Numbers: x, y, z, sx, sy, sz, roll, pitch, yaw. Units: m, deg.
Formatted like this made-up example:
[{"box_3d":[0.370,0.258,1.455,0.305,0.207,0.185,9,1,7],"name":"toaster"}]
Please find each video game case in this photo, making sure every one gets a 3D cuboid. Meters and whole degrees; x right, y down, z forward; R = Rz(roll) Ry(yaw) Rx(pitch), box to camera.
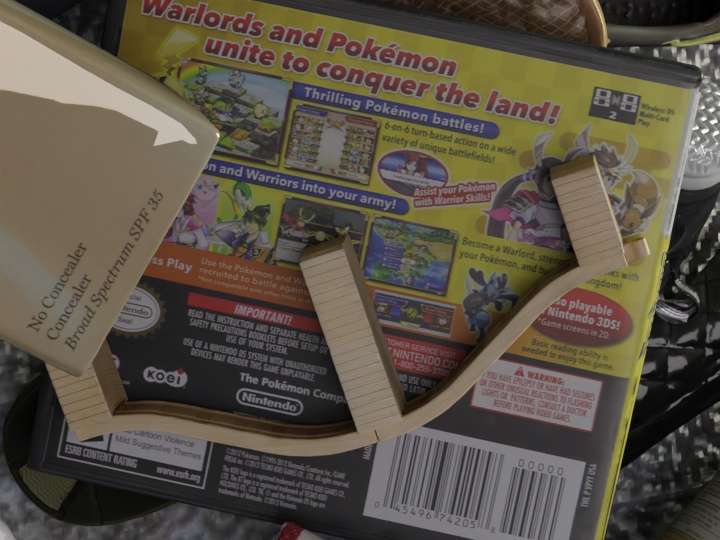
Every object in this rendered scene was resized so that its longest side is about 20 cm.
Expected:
[{"box_3d":[0.000,0.000,0.847,0.200,0.026,0.181,12,99,4],"name":"video game case"}]

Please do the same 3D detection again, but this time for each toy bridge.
[{"box_3d":[-0.001,0.022,0.823,0.200,0.027,0.067,-17,99,8],"name":"toy bridge"}]

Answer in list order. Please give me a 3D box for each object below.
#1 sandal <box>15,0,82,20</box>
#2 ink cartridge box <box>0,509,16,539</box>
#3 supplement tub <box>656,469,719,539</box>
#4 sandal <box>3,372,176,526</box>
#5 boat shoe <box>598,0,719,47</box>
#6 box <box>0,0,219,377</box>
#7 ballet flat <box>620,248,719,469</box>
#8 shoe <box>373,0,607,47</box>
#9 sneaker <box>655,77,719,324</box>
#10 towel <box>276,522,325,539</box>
[{"box_3d":[-0.158,-0.068,0.848,0.200,0.076,0.043,-30,134,-10],"name":"sandal"},{"box_3d":[-0.239,0.099,0.840,0.200,0.083,0.147,-43,109,-7],"name":"ink cartridge box"},{"box_3d":[0.197,0.117,0.954,0.200,0.145,0.145,-47,110,-6],"name":"supplement tub"},{"box_3d":[-0.032,0.036,0.899,0.201,0.057,0.080,-14,98,12],"name":"sandal"},{"box_3d":[0.128,-0.116,0.936,0.201,0.061,0.072,-10,102,-16],"name":"boat shoe"},{"box_3d":[-0.155,-0.057,0.763,0.200,0.078,0.095,27,96,-23],"name":"box"},{"box_3d":[0.090,0.046,0.964,0.200,0.066,0.057,-27,65,-13],"name":"ballet flat"},{"box_3d":[0.000,-0.125,0.867,0.200,0.053,0.070,32,110,-1],"name":"shoe"},{"box_3d":[0.035,-0.021,0.912,0.200,0.076,0.114,5,126,4],"name":"sneaker"},{"box_3d":[0.059,0.158,0.880,0.200,0.144,0.023,27,72,9],"name":"towel"}]
